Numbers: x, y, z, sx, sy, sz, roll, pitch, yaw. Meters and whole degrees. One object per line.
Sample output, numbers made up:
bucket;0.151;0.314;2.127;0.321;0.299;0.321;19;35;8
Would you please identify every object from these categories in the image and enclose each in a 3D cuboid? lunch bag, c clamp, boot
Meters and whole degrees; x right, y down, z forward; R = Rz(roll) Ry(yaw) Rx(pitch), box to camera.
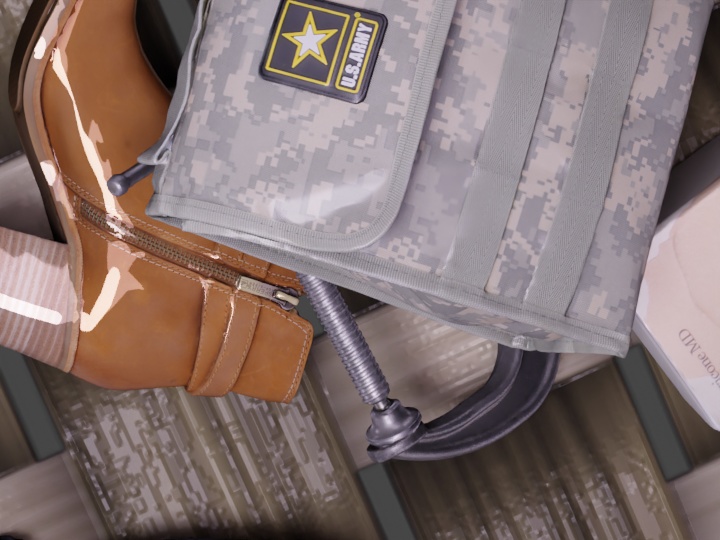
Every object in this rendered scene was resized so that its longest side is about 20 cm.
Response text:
lunch bag;0.023;-0.071;1.158;0.199;0.118;0.165;18;83;-20
c clamp;0.000;0.000;1.223;0.171;0.027;0.200;-42;106;-33
boot;-0.076;-0.046;1.223;0.155;0.077;0.201;14;87;-13

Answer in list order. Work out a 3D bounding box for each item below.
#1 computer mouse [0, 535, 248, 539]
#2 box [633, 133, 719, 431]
computer mouse;-0.074;0.163;1.238;0.199;0.053;0.139;-5;63;-9
box;0.201;-0.030;1.242;0.200;0.078;0.095;-38;100;1
